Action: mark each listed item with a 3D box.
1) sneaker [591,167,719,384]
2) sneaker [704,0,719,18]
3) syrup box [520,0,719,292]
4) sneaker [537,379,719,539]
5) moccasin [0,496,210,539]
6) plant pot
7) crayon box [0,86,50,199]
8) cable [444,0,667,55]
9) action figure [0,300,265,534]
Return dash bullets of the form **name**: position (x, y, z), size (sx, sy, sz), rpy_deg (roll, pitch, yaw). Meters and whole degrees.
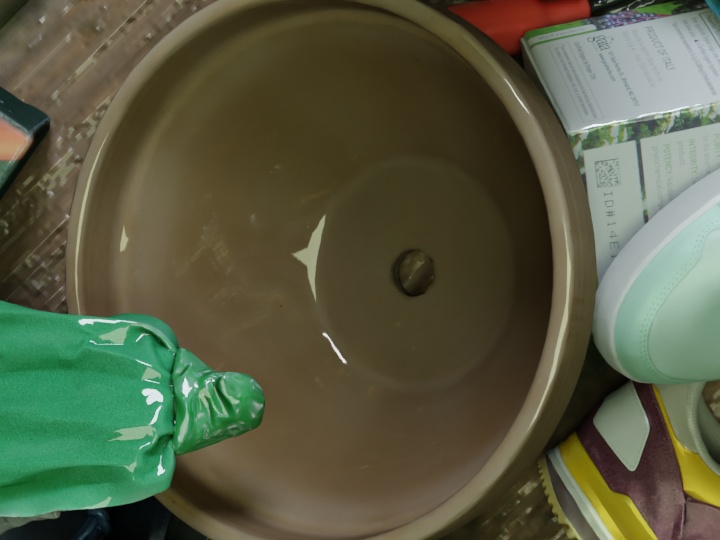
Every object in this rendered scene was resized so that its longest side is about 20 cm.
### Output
- **sneaker**: position (0.176, 0.011, 0.668), size (0.199, 0.119, 0.074), rpy_deg (-18, 125, 5)
- **sneaker**: position (0.187, -0.131, 0.723), size (0.199, 0.080, 0.131), rpy_deg (24, 88, -2)
- **syrup box**: position (0.165, -0.054, 0.744), size (0.199, 0.082, 0.079), rpy_deg (-12, 122, -2)
- **sneaker**: position (0.159, 0.124, 0.794), size (0.090, 0.075, 0.200), rpy_deg (-40, 99, 12)
- **moccasin**: position (-0.072, 0.095, 0.784), size (0.198, 0.068, 0.081), rpy_deg (9, 76, -2)
- **plant pot**: position (0.000, 0.000, 0.746), size (0.200, 0.093, 0.202), rpy_deg (0, 91, 28)
- **crayon box**: position (-0.224, -0.007, 0.784), size (0.127, 0.051, 0.201), rpy_deg (34, 99, -6)
- **cable**: position (0.102, -0.108, 0.765), size (0.198, 0.050, 0.098), rpy_deg (-3, 104, 0)
- **action figure**: position (-0.129, 0.052, 0.719), size (0.198, 0.055, 0.119), rpy_deg (-4, 67, 14)
